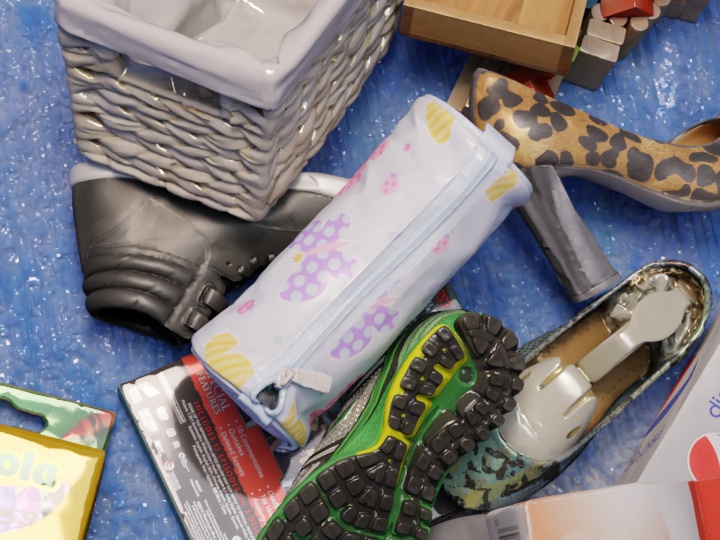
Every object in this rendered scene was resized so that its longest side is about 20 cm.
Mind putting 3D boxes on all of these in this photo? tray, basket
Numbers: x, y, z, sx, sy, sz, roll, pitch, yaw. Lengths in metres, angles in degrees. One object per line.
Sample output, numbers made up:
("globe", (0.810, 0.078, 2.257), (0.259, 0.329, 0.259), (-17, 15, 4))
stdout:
("tray", (0.094, -0.214, 1.270), (0.098, 0.037, 0.200), (14, 63, 3))
("basket", (-0.061, -0.141, 1.196), (0.135, 0.124, 0.200), (21, 50, 14))

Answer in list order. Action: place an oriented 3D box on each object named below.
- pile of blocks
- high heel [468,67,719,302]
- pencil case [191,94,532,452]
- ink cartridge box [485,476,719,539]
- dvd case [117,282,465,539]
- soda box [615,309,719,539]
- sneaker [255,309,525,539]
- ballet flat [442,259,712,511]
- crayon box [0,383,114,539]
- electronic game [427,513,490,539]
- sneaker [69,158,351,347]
("pile of blocks", (0.136, -0.154, 1.302), (0.200, 0.062, 0.082), (-38, 82, -18))
("high heel", (0.159, -0.092, 1.261), (0.200, 0.071, 0.143), (-35, 99, -23))
("pencil case", (0.000, 0.000, 1.161), (0.083, 0.091, 0.200), (43, 84, 3))
("ink cartridge box", (0.173, 0.188, 1.132), (0.200, 0.050, 0.163), (-6, 80, -23))
("dvd case", (-0.016, 0.090, 1.223), (0.200, 0.022, 0.146), (-24, 78, -15))
("soda box", (0.208, 0.085, 1.239), (0.068, 0.063, 0.200), (33, 71, 0))
("sneaker", (0.010, 0.107, 1.177), (0.078, 0.085, 0.200), (41, 85, -14))
("ballet flat", (0.122, 0.056, 1.217), (0.074, 0.074, 0.200), (46, 63, 6))
("crayon box", (-0.212, 0.148, 1.149), (0.127, 0.051, 0.200), (14, 71, -5))
("electronic game", (0.074, 0.231, 1.182), (0.200, 0.042, 0.200), (1, 81, -7))
("sneaker", (-0.065, -0.003, 1.222), (0.200, 0.071, 0.099), (4, 77, -5))
